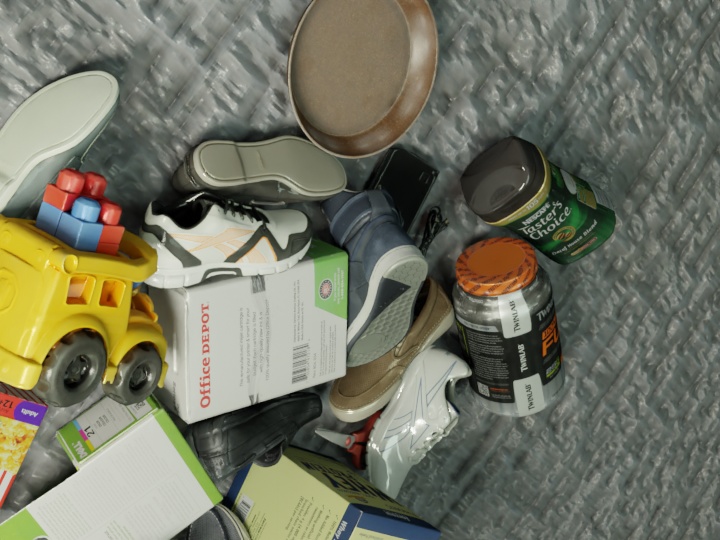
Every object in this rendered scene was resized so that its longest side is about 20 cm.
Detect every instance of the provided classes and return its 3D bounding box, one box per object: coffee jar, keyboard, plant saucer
[{"bbox_3d":[0.213,-0.083,1.513,0.104,0.086,0.200,-36,139,28],"label":"coffee jar"},{"bbox_3d":[0.033,-0.034,1.440,0.127,0.021,0.201,29,89,-36],"label":"keyboard"},{"bbox_3d":[-0.002,-0.219,1.325,0.200,0.034,0.201,-15,116,-34],"label":"plant saucer"}]

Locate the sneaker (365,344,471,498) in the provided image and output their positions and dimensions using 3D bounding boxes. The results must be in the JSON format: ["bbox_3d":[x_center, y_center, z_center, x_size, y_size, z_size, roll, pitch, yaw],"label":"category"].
[{"bbox_3d":[0.066,0.182,1.488,0.201,0.087,0.074,-70,160,-1],"label":"sneaker"}]

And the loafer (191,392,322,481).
[{"bbox_3d":[-0.105,0.175,1.347,0.200,0.068,0.071,-13,89,-58],"label":"loafer"}]

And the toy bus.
[{"bbox_3d":[-0.248,0.010,1.124,0.200,0.135,0.193,12,100,-59],"label":"toy bus"}]

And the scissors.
[{"bbox_3d":[-0.013,0.204,1.450,0.200,0.014,0.073,-1,107,-67],"label":"scissors"}]

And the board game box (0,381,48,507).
[{"bbox_3d":[-0.398,0.188,1.151,0.151,0.046,0.201,24,91,-43],"label":"board game box"}]

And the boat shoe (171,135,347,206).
[{"bbox_3d":[-0.103,-0.099,1.285,0.199,0.057,0.067,0,72,-44],"label":"boat shoe"}]

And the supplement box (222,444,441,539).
[{"bbox_3d":[-0.056,0.321,1.386,0.134,0.200,0.201,24,92,-43],"label":"supplement box"}]

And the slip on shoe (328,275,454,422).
[{"bbox_3d":[0.032,0.087,1.449,0.200,0.076,0.061,-42,134,-22],"label":"slip on shoe"}]

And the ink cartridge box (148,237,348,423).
[{"bbox_3d":[-0.115,0.057,1.308,0.199,0.084,0.146,-13,115,-36],"label":"ink cartridge box"}]

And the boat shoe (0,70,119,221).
[{"bbox_3d":[-0.287,-0.096,1.124,0.200,0.073,0.062,-48,153,-14],"label":"boat shoe"}]

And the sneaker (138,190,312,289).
[{"bbox_3d":[-0.127,-0.038,1.231,0.199,0.074,0.080,-13,126,-37],"label":"sneaker"}]

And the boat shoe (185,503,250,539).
[{"bbox_3d":[-0.156,0.316,1.306,0.074,0.200,0.093,-31,140,9],"label":"boat shoe"}]

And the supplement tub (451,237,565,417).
[{"bbox_3d":[0.179,0.068,1.530,0.122,0.122,0.201,-34,128,-25],"label":"supplement tub"}]

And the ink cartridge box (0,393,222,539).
[{"bbox_3d":[-0.261,0.226,1.265,0.200,0.076,0.148,-35,127,-12],"label":"ink cartridge box"}]

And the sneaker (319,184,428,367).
[{"bbox_3d":[0.002,-0.001,1.372,0.077,0.146,0.203,-10,143,-29],"label":"sneaker"}]
